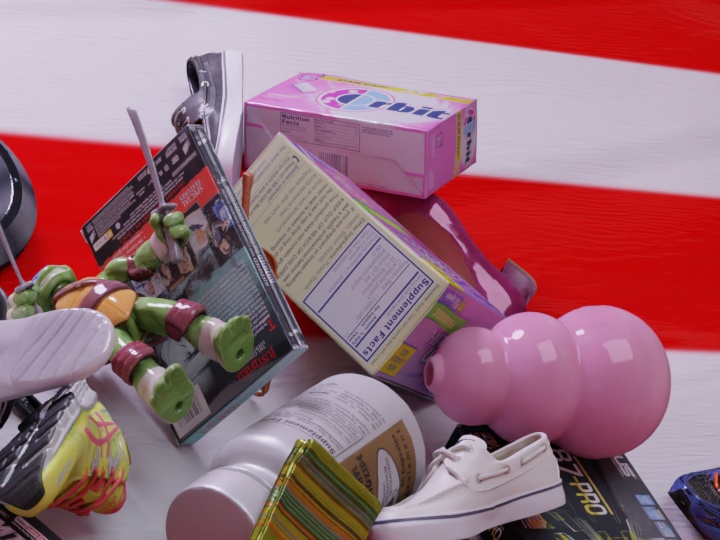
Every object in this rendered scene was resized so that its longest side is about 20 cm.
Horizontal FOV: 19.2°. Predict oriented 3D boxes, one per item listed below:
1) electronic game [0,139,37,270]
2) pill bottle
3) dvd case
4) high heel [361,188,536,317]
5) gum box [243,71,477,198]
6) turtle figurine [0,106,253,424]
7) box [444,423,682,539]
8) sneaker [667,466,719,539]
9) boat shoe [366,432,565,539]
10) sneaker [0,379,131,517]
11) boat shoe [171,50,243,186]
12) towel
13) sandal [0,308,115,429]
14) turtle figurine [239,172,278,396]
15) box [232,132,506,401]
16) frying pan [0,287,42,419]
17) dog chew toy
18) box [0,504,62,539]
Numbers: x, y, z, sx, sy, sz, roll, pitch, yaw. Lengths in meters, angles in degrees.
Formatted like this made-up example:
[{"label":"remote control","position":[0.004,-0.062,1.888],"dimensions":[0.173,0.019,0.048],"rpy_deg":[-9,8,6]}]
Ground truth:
[{"label":"electronic game","position":[-0.356,-0.069,1.716],"dimensions":[0.199,0.042,0.201],"rpy_deg":[20,41,-18]},{"label":"pill bottle","position":[-0.048,0.160,1.554],"dimensions":[0.114,0.115,0.200],"rpy_deg":[38,35,17]},{"label":"dvd case","position":[-0.130,0.012,1.627],"dimensions":[0.022,0.146,0.201],"rpy_deg":[0,56,-50]},{"label":"high heel","position":[0.064,-0.008,1.924],"dimensions":[0.200,0.067,0.096],"rpy_deg":[37,35,1]},{"label":"gum box","position":[-0.005,-0.128,1.967],"dimensions":[0.199,0.067,0.113],"rpy_deg":[11,24,24]},{"label":"turtle figurine","position":[-0.181,0.010,1.565],"dimensions":[0.193,0.201,0.143],"rpy_deg":[31,23,31]},{"label":"box","position":[0.172,0.208,1.709],"dimensions":[0.160,0.049,0.200],"rpy_deg":[6,36,-33]},{"label":"sneaker","position":[0.345,0.183,1.841],"dimensions":[0.199,0.079,0.075],"rpy_deg":[-4,43,-39]},{"label":"boat shoe","position":[0.077,0.159,1.586],"dimensions":[0.199,0.071,0.070],"rpy_deg":[-10,90,-42]},{"label":"sneaker","position":[-0.197,0.136,1.482],"dimensions":[0.090,0.078,0.200],"rpy_deg":[51,12,-7]},{"label":"boat shoe","position":[-0.141,-0.140,1.956],"dimensions":[0.066,0.070,0.201],"rpy_deg":[1,41,-2]},{"label":"towel","position":[-0.049,0.219,1.447],"dimensions":[0.086,0.018,0.201],"rpy_deg":[42,57,-27]},{"label":"sandal","position":[-0.253,0.078,1.513],"dimensions":[0.059,0.205,0.080],"rpy_deg":[52,40,-46]},{"label":"turtle figurine","position":[-0.124,-0.005,1.689],"dimensions":[0.160,0.201,0.064],"rpy_deg":[15,36,27]},{"label":"box","position":[0.000,0.000,1.762],"dimensions":[0.200,0.097,0.176],"rpy_deg":[43,5,22]},{"label":"frying pan","position":[-0.297,0.061,1.590],"dimensions":[0.114,0.031,0.191],"rpy_deg":[-8,51,-29]},{"label":"dog chew toy","position":[0.147,0.087,1.717],"dimensions":[0.198,0.125,0.125],"rpy_deg":[4,38,-19]},{"label":"box","position":[-0.282,0.207,1.379],"dimensions":[0.200,0.050,0.198],"rpy_deg":[38,31,14]}]
